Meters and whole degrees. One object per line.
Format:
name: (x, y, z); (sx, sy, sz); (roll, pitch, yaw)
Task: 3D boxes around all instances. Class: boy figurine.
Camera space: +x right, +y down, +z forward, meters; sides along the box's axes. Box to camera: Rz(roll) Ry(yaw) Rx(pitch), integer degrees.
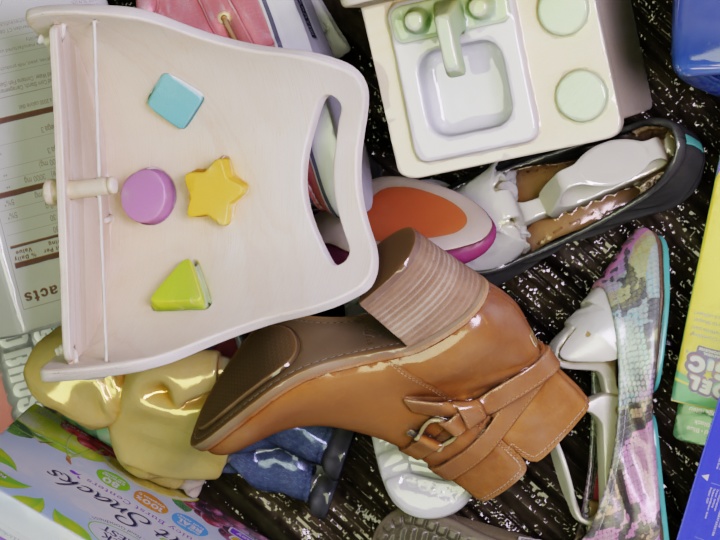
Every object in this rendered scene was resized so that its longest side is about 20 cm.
boy figurine: (-0.103, 0.088, 1.623); (0.199, 0.065, 0.125); (18, 136, 2)

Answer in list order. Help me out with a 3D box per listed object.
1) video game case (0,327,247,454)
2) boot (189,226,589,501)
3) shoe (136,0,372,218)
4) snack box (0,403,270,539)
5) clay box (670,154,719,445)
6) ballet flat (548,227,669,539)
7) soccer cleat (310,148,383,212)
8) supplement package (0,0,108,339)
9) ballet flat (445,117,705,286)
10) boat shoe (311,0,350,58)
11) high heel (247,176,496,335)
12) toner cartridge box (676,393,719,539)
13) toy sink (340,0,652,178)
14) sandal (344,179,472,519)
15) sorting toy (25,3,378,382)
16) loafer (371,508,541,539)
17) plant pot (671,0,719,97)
video game case: (-0.168, 0.049, 1.685); (0.199, 0.017, 0.144); (-15, 92, 14)
boot: (0.016, 0.077, 1.543); (0.200, 0.077, 0.155); (-39, 116, 19)
shoe: (-0.064, -0.112, 1.550); (0.091, 0.071, 0.201); (-22, 82, 12)
snack box: (-0.138, 0.166, 1.614); (0.199, 0.142, 0.053); (29, 108, 2)
clay box: (0.249, 0.014, 1.568); (0.114, 0.048, 0.201); (12, 97, 12)
ballet flat: (0.142, 0.075, 1.575); (0.071, 0.069, 0.202); (1, 88, -9)
soccer cleat: (-0.080, -0.071, 1.636); (0.199, 0.068, 0.073); (25, 124, 6)
supplement package: (-0.204, -0.065, 1.591); (0.117, 0.117, 0.201); (-9, 96, 52)
ballet flat: (0.101, -0.042, 1.568); (0.199, 0.068, 0.068); (-24, 74, 2)
boat shoe: (-0.062, -0.211, 1.614); (0.065, 0.074, 0.201); (-20, 97, 4)
high heel: (0.000, 0.000, 1.584); (0.199, 0.068, 0.096); (3, 137, 33)
toner cartridge box: (0.238, 0.119, 1.547); (0.094, 0.043, 0.201); (17, 121, 8)
toy sink: (0.079, -0.119, 1.517); (0.130, 0.200, 0.113); (-12, 92, 13)
sandal: (0.032, 0.048, 1.616); (0.082, 0.050, 0.204); (-1, 75, 6)
sorting toy: (-0.080, -0.044, 1.483); (0.179, 0.107, 0.202); (-3, 87, 15)
loafer: (0.103, 0.192, 1.609); (0.199, 0.067, 0.076); (30, 104, 9)
plant pot: (0.274, -0.191, 1.469); (0.199, 0.200, 0.181); (-1, 90, 14)
